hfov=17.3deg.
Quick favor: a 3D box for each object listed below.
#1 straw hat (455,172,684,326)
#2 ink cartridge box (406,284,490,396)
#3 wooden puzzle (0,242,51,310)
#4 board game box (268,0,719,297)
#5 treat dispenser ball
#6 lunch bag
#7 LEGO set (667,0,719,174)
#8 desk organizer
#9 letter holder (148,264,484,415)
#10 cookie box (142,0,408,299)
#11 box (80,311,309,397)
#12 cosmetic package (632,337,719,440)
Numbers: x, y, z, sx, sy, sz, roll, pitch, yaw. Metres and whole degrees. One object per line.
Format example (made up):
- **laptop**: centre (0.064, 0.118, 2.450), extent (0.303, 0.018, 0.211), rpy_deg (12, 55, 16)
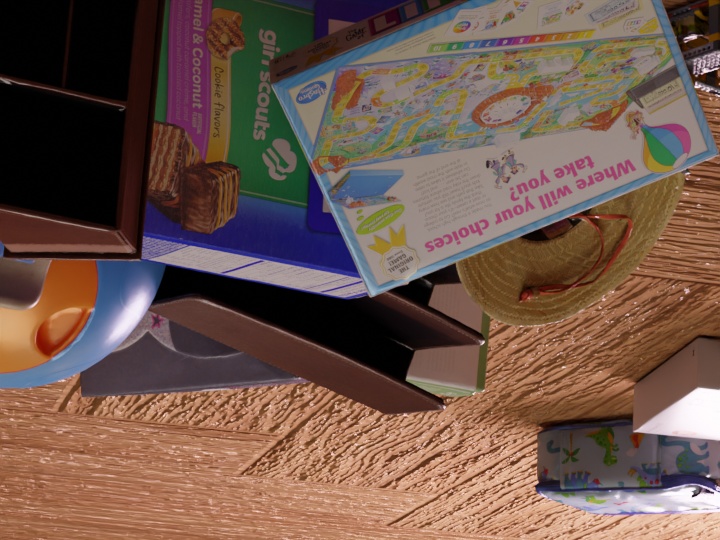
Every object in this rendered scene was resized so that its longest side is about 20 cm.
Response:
- **straw hat**: centre (0.110, -0.068, 1.464), extent (0.201, 0.202, 0.085), rpy_deg (21, -162, -49)
- **ink cartridge box**: centre (0.000, 0.000, 1.625), extent (0.199, 0.147, 0.048), rpy_deg (11, 168, -27)
- **wooden puzzle**: centre (-0.224, -0.083, 1.290), extent (0.184, 0.201, 0.046), rpy_deg (13, -166, -32)
- **board game box**: centre (0.069, -0.084, 1.221), extent (0.199, 0.135, 0.034), rpy_deg (-22, -155, 6)
- **treat dispenser ball**: centre (-0.217, -0.028, 1.464), extent (0.199, 0.202, 0.201), rpy_deg (3, 164, 1)
- **lunch bag**: centre (0.292, 0.204, 2.426), extent (0.199, 0.083, 0.160), rpy_deg (-6, 165, 31)
- **LEGO set**: centre (0.244, -0.089, 1.318), extent (0.199, 0.117, 0.153), rpy_deg (-11, 159, 42)
- **desk organizer**: centre (-0.141, -0.112, 1.158), extent (0.071, 0.202, 0.077), rpy_deg (1, 162, 9)
- **letter holder**: centre (-0.012, 0.010, 1.506), extent (0.199, 0.101, 0.142), rpy_deg (25, 164, -27)
- **cookie box**: centre (-0.065, -0.086, 1.286), extent (0.199, 0.173, 0.075), rpy_deg (11, 170, -29)
- **box**: centre (-0.098, 0.019, 1.700), extent (0.199, 0.133, 0.114), rpy_deg (-6, 178, 33)
- **cosmetic package**: centre (0.346, 0.112, 2.146), extent (0.150, 0.052, 0.200), rpy_deg (8, 164, -8)
